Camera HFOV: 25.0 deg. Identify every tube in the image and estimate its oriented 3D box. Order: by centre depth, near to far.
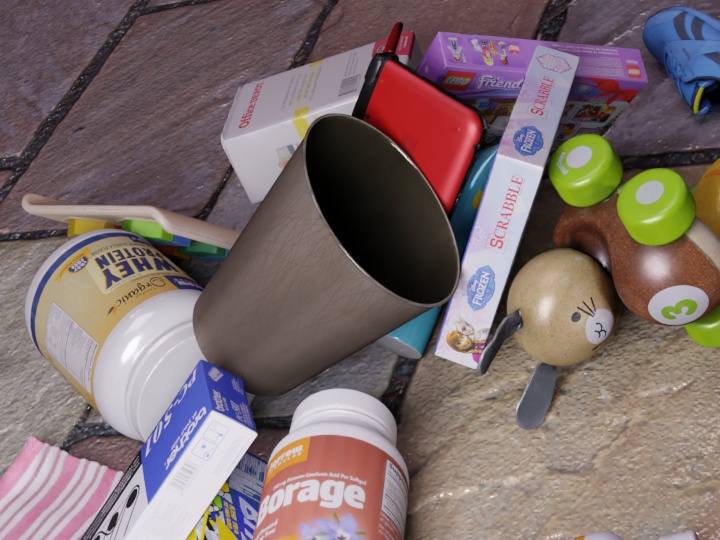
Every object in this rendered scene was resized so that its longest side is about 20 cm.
[{"bbox_3d":[0.068,-0.023,1.421,0.077,0.050,0.200,-4,58,62],"label":"tube"}]

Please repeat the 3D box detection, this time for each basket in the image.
[{"bbox_3d":[-0.038,0.006,1.312,0.200,0.136,0.181,-45,62,38],"label":"basket"}]

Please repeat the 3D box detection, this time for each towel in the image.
[{"bbox_3d":[-0.267,0.220,1.400,0.200,0.030,0.146,12,50,42],"label":"towel"}]

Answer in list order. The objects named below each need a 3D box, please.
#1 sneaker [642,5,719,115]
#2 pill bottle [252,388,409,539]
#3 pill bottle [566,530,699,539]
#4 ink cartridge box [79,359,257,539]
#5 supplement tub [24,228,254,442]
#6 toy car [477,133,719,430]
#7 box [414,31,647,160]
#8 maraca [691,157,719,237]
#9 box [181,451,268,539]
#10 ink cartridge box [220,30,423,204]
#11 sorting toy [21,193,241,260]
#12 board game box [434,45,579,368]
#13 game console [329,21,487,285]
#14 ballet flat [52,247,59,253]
[{"bbox_3d":[0.317,-0.193,1.533,0.078,0.066,0.200,-38,36,-10],"label":"sneaker"},{"bbox_3d":[-0.022,0.186,1.212,0.112,0.112,0.200,-14,36,17],"label":"pill bottle"},{"bbox_3d":[0.131,0.234,1.051,0.199,0.111,0.111,-17,35,12],"label":"pill bottle"},{"bbox_3d":[-0.155,0.175,1.259,0.200,0.044,0.094,-56,21,12],"label":"ink cartridge box"},{"bbox_3d":[-0.194,0.063,1.446,0.144,0.145,0.200,-38,45,-17],"label":"supplement tub"},{"bbox_3d":[0.176,0.029,1.258,0.200,0.164,0.158,-46,42,-9],"label":"toy car"},{"bbox_3d":[0.138,-0.151,1.456,0.199,0.137,0.039,2,60,-22],"label":"box"},{"bbox_3d":[0.359,-0.058,1.294,0.199,0.107,0.137,-12,41,3],"label":"maraca"},{"bbox_3d":[-0.111,0.228,1.237,0.070,0.064,0.200,-47,22,32],"label":"box"},{"bbox_3d":[-0.029,-0.159,1.682,0.199,0.084,0.145,-15,27,15],"label":"ink cartridge box"},{"bbox_3d":[-0.205,-0.035,1.595,0.200,0.185,0.037,8,85,37],"label":"sorting toy"},{"bbox_3d":[0.122,-0.055,1.344,0.041,0.200,0.200,19,34,5],"label":"board game box"},{"bbox_3d":[0.033,-0.087,1.393,0.172,0.200,0.119,34,28,25],"label":"game console"},{"bbox_3d":[-0.258,0.021,1.637,0.200,0.068,0.075,10,70,48],"label":"ballet flat"}]
